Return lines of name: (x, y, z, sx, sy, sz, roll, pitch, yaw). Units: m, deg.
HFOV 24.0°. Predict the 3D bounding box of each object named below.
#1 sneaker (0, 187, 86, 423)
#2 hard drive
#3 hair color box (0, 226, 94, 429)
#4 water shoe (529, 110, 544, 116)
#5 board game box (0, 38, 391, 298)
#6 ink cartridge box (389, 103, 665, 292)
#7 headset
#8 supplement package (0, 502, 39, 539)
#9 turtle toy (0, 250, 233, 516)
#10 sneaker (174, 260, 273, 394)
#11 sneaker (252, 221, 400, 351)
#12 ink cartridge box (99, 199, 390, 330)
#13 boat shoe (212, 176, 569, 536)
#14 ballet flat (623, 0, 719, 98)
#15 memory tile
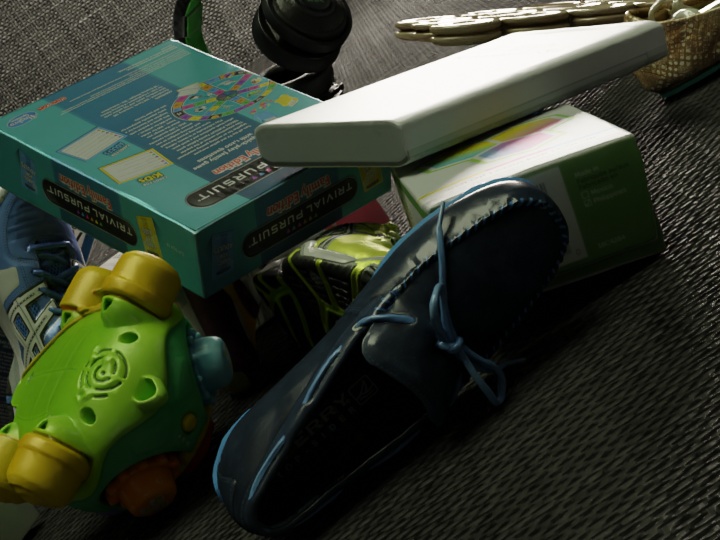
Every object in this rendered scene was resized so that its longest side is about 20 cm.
sneaker: (-0.192, 0.029, 1.096, 0.077, 0.200, 0.076, -6, 9, 44)
hard drive: (0.058, -0.100, 0.953, 0.200, 0.026, 0.132, -24, 17, -34)
hair color box: (-0.258, 0.040, 1.195, 0.100, 0.060, 0.200, 19, 91, 51)
water shoe: (0.079, -0.078, 1.098, 0.079, 0.071, 0.200, -54, 2, 19)
board game box: (-0.105, -0.068, 1.024, 0.151, 0.047, 0.200, -31, 42, -34)
ink cartridge box: (0.077, -0.039, 0.874, 0.104, 0.059, 0.200, -19, 13, -1)
headset: (-0.034, -0.152, 1.184, 0.200, 0.124, 0.094, 24, 44, 20)
supplement package: (-0.318, 0.171, 1.016, 0.200, 0.121, 0.120, -29, 13, 21)
turtle toy: (-0.139, 0.078, 0.947, 0.200, 0.101, 0.146, -14, 47, 64)
sneaker: (-0.082, -0.017, 1.065, 0.090, 0.075, 0.200, -22, 56, -3)
sneaker: (0.000, 0.000, 0.948, 0.076, 0.075, 0.200, -38, 14, -15)
ink cartridge box: (-0.098, -0.005, 1.197, 0.200, 0.083, 0.146, -38, 14, -17)
boat shoe: (0.023, 0.047, 0.748, 0.200, 0.084, 0.069, -50, 19, 4)
ballet flat: (0.242, -0.174, 0.996, 0.200, 0.065, 0.071, -30, 13, 18)
memory tile: (0.132, -0.180, 1.220, 0.200, 0.017, 0.153, -9, 11, -12)
